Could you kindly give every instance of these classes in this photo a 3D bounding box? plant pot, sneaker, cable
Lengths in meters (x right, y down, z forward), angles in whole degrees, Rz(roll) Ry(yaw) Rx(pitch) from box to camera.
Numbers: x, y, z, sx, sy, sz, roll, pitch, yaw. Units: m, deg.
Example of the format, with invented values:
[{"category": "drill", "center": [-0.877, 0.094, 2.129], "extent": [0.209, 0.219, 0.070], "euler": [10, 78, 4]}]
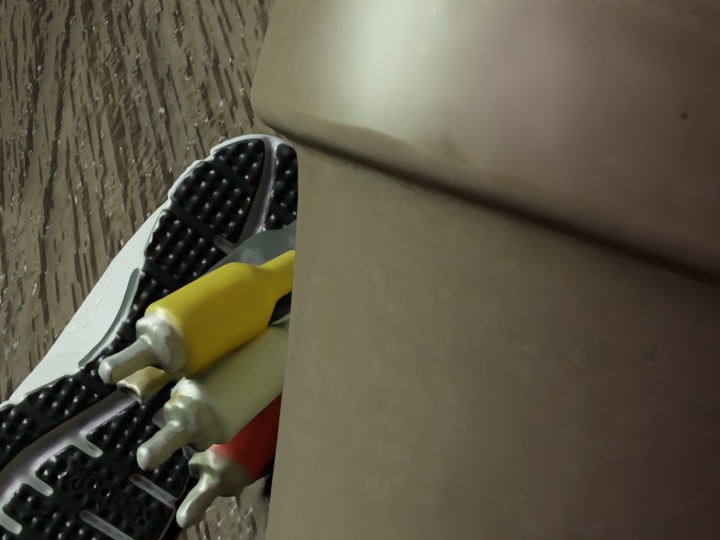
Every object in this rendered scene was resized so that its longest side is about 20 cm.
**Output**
[{"category": "plant pot", "center": [0.057, 0.045, 0.485], "extent": [0.175, 0.199, 0.200], "euler": [-71, 20, 3]}, {"category": "sneaker", "center": [-0.078, 0.043, 0.952], "extent": [0.200, 0.074, 0.080], "euler": [-50, 5, -2]}, {"category": "cable", "center": [0.000, 0.000, 0.861], "extent": [0.200, 0.097, 0.050], "euler": [-41, 47, -20]}]
